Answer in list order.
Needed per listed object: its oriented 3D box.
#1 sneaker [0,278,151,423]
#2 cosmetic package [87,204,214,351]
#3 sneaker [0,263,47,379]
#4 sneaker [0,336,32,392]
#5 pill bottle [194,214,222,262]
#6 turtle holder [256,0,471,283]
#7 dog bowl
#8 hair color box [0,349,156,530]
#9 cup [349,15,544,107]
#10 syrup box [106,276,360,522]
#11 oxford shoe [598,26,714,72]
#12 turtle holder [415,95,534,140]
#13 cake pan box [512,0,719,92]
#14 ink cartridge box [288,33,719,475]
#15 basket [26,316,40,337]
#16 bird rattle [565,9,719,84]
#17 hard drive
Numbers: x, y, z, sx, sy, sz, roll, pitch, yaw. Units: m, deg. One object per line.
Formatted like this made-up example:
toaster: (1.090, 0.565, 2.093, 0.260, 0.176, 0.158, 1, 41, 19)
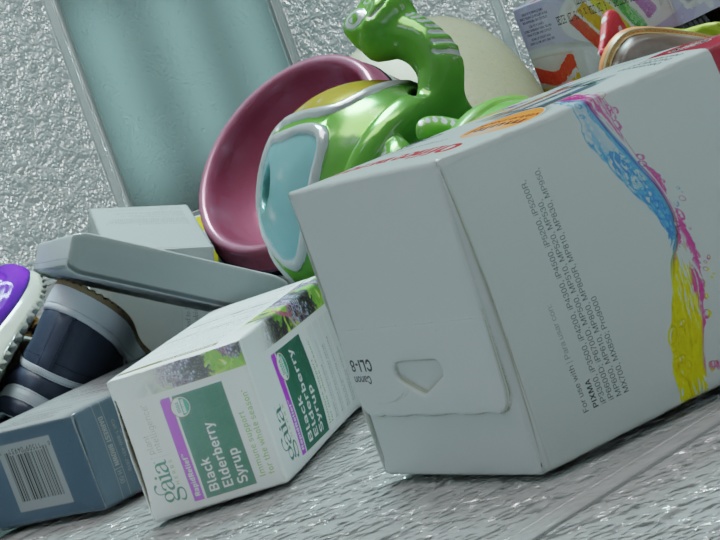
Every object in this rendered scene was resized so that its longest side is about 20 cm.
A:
sneaker: (-0.179, 0.088, 1.517, 0.070, 0.109, 0.200, 21, -16, 17)
cosmetic package: (-0.153, 0.020, 1.722, 0.081, 0.113, 0.200, -3, 12, -11)
sneaker: (-0.264, 0.040, 1.456, 0.070, 0.099, 0.200, -57, 6, 31)
sneaker: (-0.285, 0.112, 1.539, 0.200, 0.073, 0.085, -38, 8, -27)
pill bottle: (-0.126, 0.012, 1.896, 0.200, 0.112, 0.112, -15, 7, 42)
turtle holder: (0.004, -0.060, 1.439, 0.132, 0.186, 0.141, 20, 42, 39)
dog bowl: (-0.032, -0.067, 1.693, 0.200, 0.074, 0.201, -24, 47, 29)
hair color box: (-0.123, 0.086, 1.406, 0.099, 0.061, 0.200, -15, 8, 42)
cup: (0.079, -0.078, 1.797, 0.200, 0.201, 0.143, -22, 29, -20)
syrup box: (-0.061, 0.065, 1.286, 0.081, 0.079, 0.200, -18, 5, 14)
oxford shoe: (0.231, -0.088, 1.344, 0.199, 0.072, 0.073, 20, -2, -15)
turtle holder: (0.122, -0.024, 1.362, 0.131, 0.141, 0.185, 6, -19, 41)
cake pan box: (0.215, -0.137, 1.773, 0.052, 0.185, 0.200, -28, 10, -29)
ink cartridge box: (0.098, -0.008, 1.079, 0.200, 0.145, 0.145, -24, 7, -28)
basket: (-0.264, 0.067, 1.675, 0.149, 0.143, 0.200, -20, 5, 5)
bird rattle: (0.219, -0.094, 1.595, 0.113, 0.163, 0.200, -57, 7, -4)
hard drive: (-0.129, 0.004, 1.477, 0.131, 0.027, 0.200, 13, -4, -13)
